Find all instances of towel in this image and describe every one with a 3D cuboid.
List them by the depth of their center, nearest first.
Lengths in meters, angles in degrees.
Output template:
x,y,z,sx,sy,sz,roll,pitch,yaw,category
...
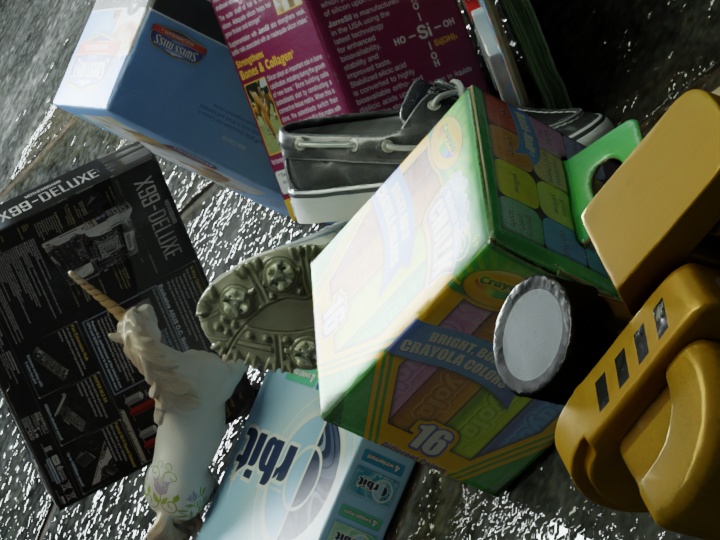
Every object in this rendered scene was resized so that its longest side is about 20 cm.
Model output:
x,y,z,sx,sy,sz,roll,pitch,yaw,category
0.083,-0.190,1.369,0.023,0.153,0.201,-23,34,5,towel

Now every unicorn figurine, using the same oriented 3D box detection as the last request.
x,y,z,sx,sy,sz,roll,pitch,yaw,category
-0.110,0.088,1.454,0.073,0.137,0.202,2,102,28,unicorn figurine

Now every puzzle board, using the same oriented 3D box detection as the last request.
x,y,z,sx,sy,sz,roll,pitch,yaw,category
0.061,-0.173,1.318,0.017,0.201,0.151,-21,47,4,puzzle board

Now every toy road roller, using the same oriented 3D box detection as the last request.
x,y,z,sx,sy,sz,roll,pitch,yaw,category
0.167,0.031,1.007,0.200,0.122,0.146,-54,40,27,toy road roller

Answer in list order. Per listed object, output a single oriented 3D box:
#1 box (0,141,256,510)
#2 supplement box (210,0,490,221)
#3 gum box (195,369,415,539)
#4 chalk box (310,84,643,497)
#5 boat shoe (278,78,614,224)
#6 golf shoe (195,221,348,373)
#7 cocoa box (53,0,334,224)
x,y,z,sx,sy,sz,roll,pitch,yaw,category
-0.176,0.037,1.527,0.157,0.201,0.050,-27,22,-12,box
-0.010,-0.145,1.415,0.131,0.103,0.201,-10,101,63,supplement box
-0.032,0.130,1.396,0.170,0.044,0.201,14,80,65,gum box
0.078,-0.001,1.201,0.200,0.123,0.125,-49,29,32,chalk box
0.046,-0.076,1.291,0.199,0.068,0.072,-8,16,26,boat shoe
0.000,0.000,1.347,0.198,0.079,0.097,-16,19,0,golf shoe
-0.086,-0.129,1.562,0.133,0.199,0.132,14,79,66,cocoa box
